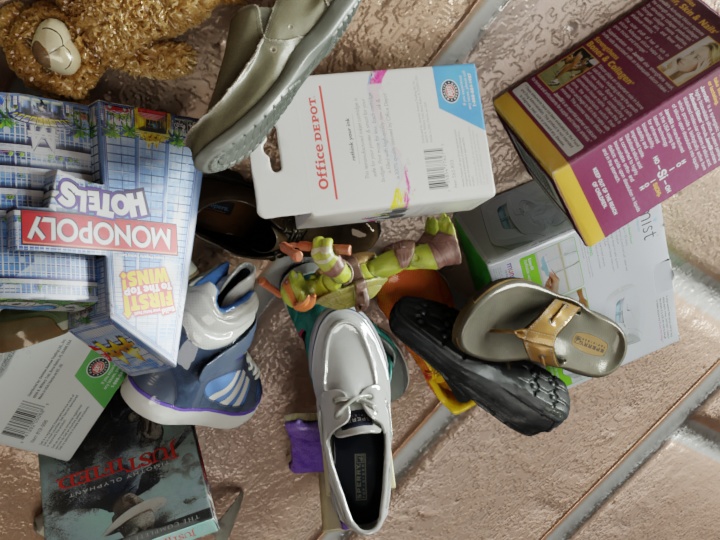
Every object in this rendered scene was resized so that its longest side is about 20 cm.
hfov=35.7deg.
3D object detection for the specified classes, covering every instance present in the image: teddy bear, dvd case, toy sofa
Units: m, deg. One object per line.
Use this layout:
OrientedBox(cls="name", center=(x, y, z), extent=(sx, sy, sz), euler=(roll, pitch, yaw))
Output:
OrientedBox(cls="teddy bear", center=(-0.174, -0.197, 0.826), extent=(0.200, 0.067, 0.145), euler=(-18, 127, -7))
OrientedBox(cls="dvd case", center=(-0.214, 0.178, 1.000), extent=(0.146, 0.200, 0.022), euler=(-17, 129, -6))
OrientedBox(cls="toy sofa", center=(-0.023, 0.201, 1.105), extent=(0.097, 0.083, 0.200), euler=(-5, 157, -5))

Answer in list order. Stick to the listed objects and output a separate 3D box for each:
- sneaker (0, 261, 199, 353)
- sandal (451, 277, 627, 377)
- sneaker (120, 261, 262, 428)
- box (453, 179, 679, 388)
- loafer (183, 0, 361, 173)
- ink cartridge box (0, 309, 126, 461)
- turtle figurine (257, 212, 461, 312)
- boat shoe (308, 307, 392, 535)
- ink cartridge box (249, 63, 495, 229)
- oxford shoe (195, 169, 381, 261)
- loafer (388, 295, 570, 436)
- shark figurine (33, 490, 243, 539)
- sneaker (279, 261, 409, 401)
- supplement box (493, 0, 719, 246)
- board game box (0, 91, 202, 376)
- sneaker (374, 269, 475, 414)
OrientedBox(cls="sneaker", center=(-0.222, -0.008, 0.899), extent=(0.200, 0.067, 0.090), euler=(-27, 103, -48))
OrientedBox(cls="sandal", center=(0.174, 0.062, 1.015), extent=(0.200, 0.055, 0.082), euler=(20, 96, -30))
OrientedBox(cls="sneaker", center=(-0.116, 0.062, 0.999), extent=(0.147, 0.081, 0.200), euler=(-56, 158, 11))
OrientedBox(cls="box", center=(0.207, 0.009, 1.096), extent=(0.176, 0.097, 0.200), euler=(-24, 129, -3))
OrientedBox(cls="loafer", center=(-0.076, -0.158, 0.847), extent=(0.070, 0.075, 0.200), euler=(36, 67, -1))
OrientedBox(cls="ink cartridge box", center=(-0.311, 0.065, 0.957), extent=(0.200, 0.083, 0.147), euler=(24, 114, -33))
OrientedBox(cls="turtle figurine", center=(0.000, 0.000, 0.926), extent=(0.161, 0.064, 0.200), euler=(-18, 170, -8))
OrientedBox(cls="boat shoe", center=(-0.001, 0.128, 0.967), extent=(0.073, 0.065, 0.200), euler=(-11, 92, -6))
OrientedBox(cls="ink cartridge box", center=(0.001, -0.101, 0.925), extent=(0.200, 0.068, 0.115), euler=(-7, 84, -15))
OrientedBox(cls="oxford shoe", center=(-0.068, -0.034, 0.974), extent=(0.200, 0.084, 0.073), euler=(6, 121, -26))
OrientedBox(cls="loafer", center=(0.105, 0.096, 1.053), extent=(0.200, 0.068, 0.070), euler=(33, 127, -13))
OrientedBox(cls="shark figurine", center=(-0.216, 0.231, 1.123), extent=(0.214, 0.090, 0.128), euler=(5, 157, -14))
OrientedBox(cls="sneaker", center=(0.003, 0.090, 1.064), extent=(0.084, 0.121, 0.200), euler=(-35, 129, 7))
OrientedBox(cls="supplement box", center=(0.240, -0.138, 0.980), extent=(0.200, 0.131, 0.103), euler=(-32, 130, 5))
OrientedBox(cls="board game box", center=(-0.201, -0.023, 0.830), extent=(0.062, 0.200, 0.200), euler=(-15, 167, 43))
OrientedBox(cls="sneaker", center=(0.074, 0.062, 1.100), extent=(0.073, 0.077, 0.200), euler=(-31, 128, 6))
